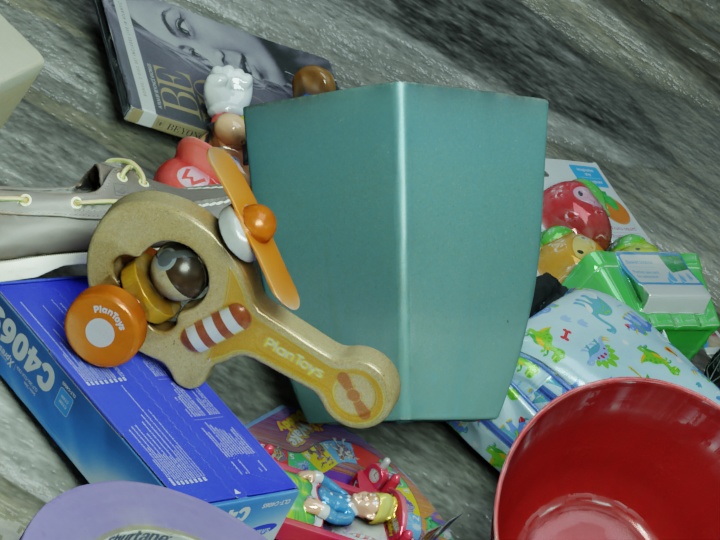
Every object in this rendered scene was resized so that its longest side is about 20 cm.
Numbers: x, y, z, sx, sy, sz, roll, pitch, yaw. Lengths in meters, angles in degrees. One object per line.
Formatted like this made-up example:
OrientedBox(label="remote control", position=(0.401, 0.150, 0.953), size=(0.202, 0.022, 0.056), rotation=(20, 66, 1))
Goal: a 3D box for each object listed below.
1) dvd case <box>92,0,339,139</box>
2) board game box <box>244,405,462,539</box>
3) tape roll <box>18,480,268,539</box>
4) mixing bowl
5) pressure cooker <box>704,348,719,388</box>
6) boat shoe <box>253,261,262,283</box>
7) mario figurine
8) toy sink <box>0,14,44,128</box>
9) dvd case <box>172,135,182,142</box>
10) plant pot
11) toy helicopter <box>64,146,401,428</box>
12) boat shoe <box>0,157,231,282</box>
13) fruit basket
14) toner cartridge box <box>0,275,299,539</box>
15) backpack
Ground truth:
OrientedBox(label="dvd case", position=(-0.092, -0.131, 1.826), size=(0.199, 0.016, 0.149), rotation=(16, 35, -29))
OrientedBox(label="board game box", position=(-0.014, 0.138, 1.534), size=(0.158, 0.039, 0.200), rotation=(43, 30, 14))
OrientedBox(label="tape roll", position=(-0.103, 0.209, 1.301), size=(0.199, 0.085, 0.201), rotation=(25, 32, -17))
OrientedBox(label="mixing bowl", position=(0.159, 0.176, 1.552), size=(0.198, 0.108, 0.202), rotation=(6, 69, -14))
OrientedBox(label="pressure cooker", position=(0.356, 0.084, 1.830), size=(0.178, 0.200, 0.176), rotation=(2, 44, -43))
OrientedBox(label="boat shoe", position=(0.000, 0.000, 1.727), size=(0.199, 0.073, 0.062), rotation=(3, 20, -30))
OrientedBox(label="mario figurine", position=(-0.061, -0.090, 1.704), size=(0.200, 0.123, 0.107), rotation=(-35, 105, -47))
OrientedBox(label="toy sink", position=(-0.319, -0.141, 1.556), size=(0.200, 0.112, 0.130), rotation=(44, 30, 5))
OrientedBox(label="dvd case", position=(-0.057, -0.081, 1.827), size=(0.200, 0.022, 0.146), rotation=(44, 31, 16))
OrientedBox(label="plant pot", position=(0.025, -0.005, 1.587), size=(0.141, 0.141, 0.202), rotation=(3, 84, -45))
OrientedBox(label="toy helicopter", position=(-0.062, 0.020, 1.454), size=(0.199, 0.133, 0.079), rotation=(30, 25, 1))
OrientedBox(label="boat shoe", position=(-0.159, -0.035, 1.542), size=(0.198, 0.060, 0.072), rotation=(-8, 11, -19))
OrientedBox(label="fruit basket", position=(0.170, -0.015, 1.877), size=(0.184, 0.094, 0.201), rotation=(2, 52, -44))
OrientedBox(label="toner cartridge box", position=(-0.132, 0.082, 1.473), size=(0.095, 0.043, 0.200), rotation=(-5, 42, -46))
OrientedBox(label="backpack", position=(0.153, 0.097, 1.685), size=(0.201, 0.154, 0.163), rotation=(56, 34, 8))
